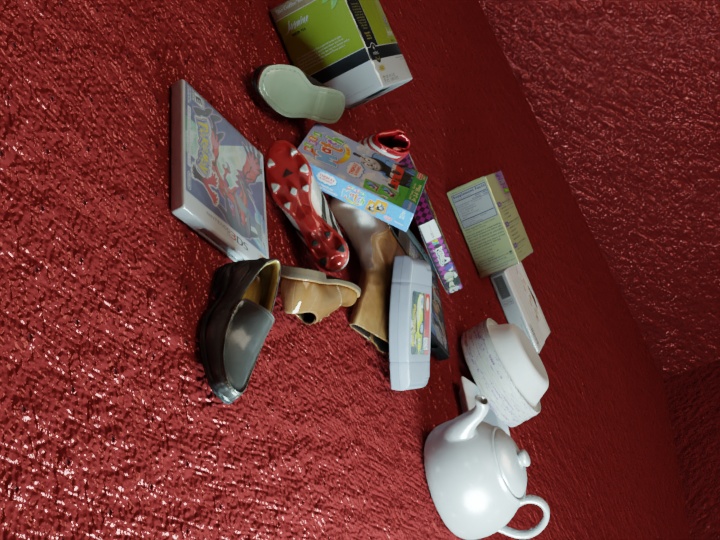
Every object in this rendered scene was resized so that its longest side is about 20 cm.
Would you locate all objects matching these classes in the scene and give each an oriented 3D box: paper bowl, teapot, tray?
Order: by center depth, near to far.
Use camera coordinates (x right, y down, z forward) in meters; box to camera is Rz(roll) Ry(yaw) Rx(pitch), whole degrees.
[{"bbox_3d":[0.199,0.317,1.640,0.199,0.144,0.201,30,43,-59],"label":"teapot"},{"bbox_3d":[0.226,0.270,1.917,0.200,0.022,0.109,36,38,-54],"label":"tray"},{"bbox_3d":[0.281,0.183,1.985,0.201,0.103,0.202,51,17,-23],"label":"paper bowl"}]

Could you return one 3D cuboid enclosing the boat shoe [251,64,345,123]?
[{"bbox_3d":[-0.104,-0.270,1.593,0.200,0.060,0.073,12,102,-55],"label":"boat shoe"}]

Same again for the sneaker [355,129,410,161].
[{"bbox_3d":[0.051,-0.170,1.786,0.199,0.114,0.080,26,45,-59],"label":"sneaker"}]

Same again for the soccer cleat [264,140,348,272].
[{"bbox_3d":[-0.077,-0.088,1.484,0.202,0.068,0.085,60,-3,1],"label":"soccer cleat"}]

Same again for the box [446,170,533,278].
[{"bbox_3d":[0.289,-0.105,2.322,0.203,0.095,0.176,68,22,-2],"label":"box"}]

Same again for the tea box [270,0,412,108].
[{"bbox_3d":[-0.028,-0.380,1.775,0.200,0.132,0.200,67,21,-6],"label":"tea box"}]

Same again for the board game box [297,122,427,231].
[{"bbox_3d":[-0.002,-0.145,1.592,0.197,0.037,0.152,25,29,-1],"label":"board game box"}]

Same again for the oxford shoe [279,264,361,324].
[{"bbox_3d":[-0.059,0.038,1.424,0.199,0.070,0.073,13,85,-65],"label":"oxford shoe"}]

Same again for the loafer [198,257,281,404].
[{"bbox_3d":[-0.133,0.059,1.190,0.073,0.071,0.202,50,28,-39],"label":"loafer"}]

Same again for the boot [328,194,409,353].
[{"bbox_3d":[0.000,0.000,1.601,0.188,0.067,0.203,47,45,-43],"label":"boot"}]

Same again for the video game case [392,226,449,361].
[{"bbox_3d":[0.101,0.029,1.819,0.181,0.025,0.203,50,27,-51],"label":"video game case"}]

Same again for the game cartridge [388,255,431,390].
[{"bbox_3d":[0.077,0.082,1.622,0.133,0.040,0.204,8,83,-68],"label":"game cartridge"}]

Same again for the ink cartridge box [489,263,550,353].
[{"bbox_3d":[0.368,0.080,2.408,0.203,0.043,0.173,67,21,-3],"label":"ink cartridge box"}]

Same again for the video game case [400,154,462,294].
[{"bbox_3d":[0.122,-0.087,1.901,0.202,0.035,0.182,-105,171,-47],"label":"video game case"}]

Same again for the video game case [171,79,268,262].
[{"bbox_3d":[-0.175,-0.113,1.320,0.182,0.023,0.203,42,33,-49],"label":"video game case"}]
